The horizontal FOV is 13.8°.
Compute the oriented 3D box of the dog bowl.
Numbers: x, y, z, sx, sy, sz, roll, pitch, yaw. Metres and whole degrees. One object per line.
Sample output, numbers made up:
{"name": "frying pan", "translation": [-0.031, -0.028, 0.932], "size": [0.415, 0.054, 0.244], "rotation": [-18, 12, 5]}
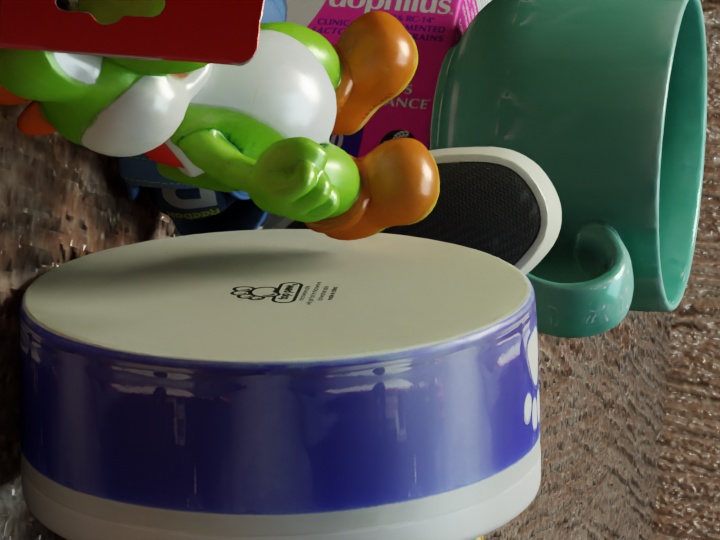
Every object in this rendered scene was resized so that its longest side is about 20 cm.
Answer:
{"name": "dog bowl", "translation": [-0.031, 0.045, 1.130], "size": [0.200, 0.199, 0.079], "rotation": [-46, 137, -71]}

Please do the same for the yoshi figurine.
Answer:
{"name": "yoshi figurine", "translation": [-0.045, -0.078, 1.101], "size": [0.200, 0.112, 0.112], "rotation": [15, 98, -46]}

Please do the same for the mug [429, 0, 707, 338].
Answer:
{"name": "mug", "translation": [0.093, -0.057, 1.381], "size": [0.185, 0.114, 0.153], "rotation": [-26, 119, -74]}

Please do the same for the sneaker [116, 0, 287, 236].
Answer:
{"name": "sneaker", "translation": [-0.066, -0.070, 1.221], "size": [0.200, 0.074, 0.083], "rotation": [61, 38, -67]}

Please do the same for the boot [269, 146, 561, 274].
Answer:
{"name": "boot", "translation": [0.000, 0.000, 1.297], "size": [0.073, 0.199, 0.144], "rotation": [67, 13, 2]}

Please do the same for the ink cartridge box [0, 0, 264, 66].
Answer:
{"name": "ink cartridge box", "translation": [-0.080, -0.177, 1.015], "size": [0.067, 0.116, 0.201], "rotation": [60, 36, -70]}

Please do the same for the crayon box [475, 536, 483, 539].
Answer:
{"name": "crayon box", "translation": [-0.004, 0.095, 1.458], "size": [0.058, 0.118, 0.201], "rotation": [-67, 158, -51]}

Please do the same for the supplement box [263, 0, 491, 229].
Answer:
{"name": "supplement box", "translation": [0.006, -0.095, 1.467], "size": [0.104, 0.101, 0.201], "rotation": [76, 22, -54]}
